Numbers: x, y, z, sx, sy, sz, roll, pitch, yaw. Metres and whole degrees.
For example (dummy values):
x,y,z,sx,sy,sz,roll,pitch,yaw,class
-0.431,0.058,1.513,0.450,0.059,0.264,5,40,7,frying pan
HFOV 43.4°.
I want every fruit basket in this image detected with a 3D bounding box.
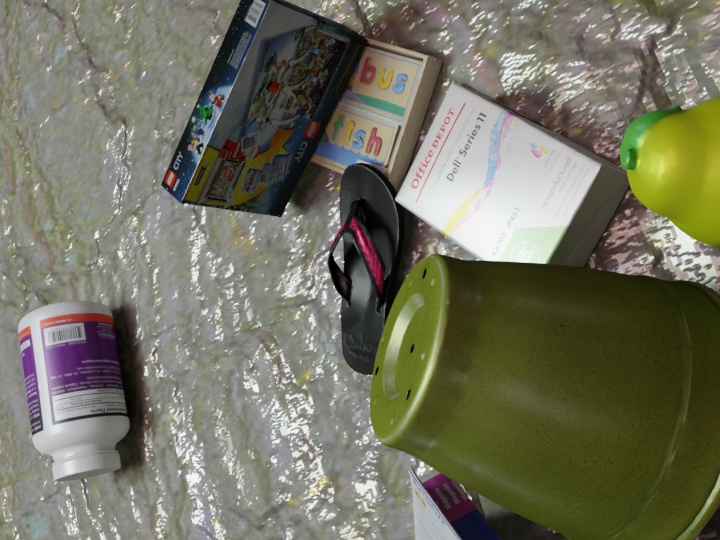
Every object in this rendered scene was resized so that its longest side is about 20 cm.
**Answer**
x,y,z,sx,sy,sz,roll,pitch,yaw,class
0.269,-0.051,0.572,0.215,0.155,0.217,0,90,24,fruit basket

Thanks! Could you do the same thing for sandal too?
x,y,z,sx,sy,sz,roll,pitch,yaw,class
0.000,0.000,0.846,0.075,0.045,0.201,5,96,45,sandal

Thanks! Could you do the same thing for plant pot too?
x,y,z,sx,sy,sz,roll,pitch,yaw,class
0.115,0.078,0.612,0.200,0.192,0.201,-164,90,-78,plant pot

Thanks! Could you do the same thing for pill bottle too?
x,y,z,sx,sy,sz,roll,pitch,yaw,class
-0.341,0.144,1.084,0.112,0.112,0.201,-23,72,36,pill bottle

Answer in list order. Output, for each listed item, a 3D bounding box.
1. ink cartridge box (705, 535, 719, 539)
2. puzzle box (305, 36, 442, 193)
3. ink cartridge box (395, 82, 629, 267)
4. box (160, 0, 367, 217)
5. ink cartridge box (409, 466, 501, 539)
x,y,z,sx,sy,sz,roll,pitch,yaw,class
0.209,0.259,0.567,0.084,0.200,0.145,-34,66,28,ink cartridge box
-0.019,-0.169,0.903,0.200,0.025,0.134,25,102,38,puzzle box
0.109,-0.078,0.763,0.200,0.067,0.118,37,110,35,ink cartridge box
-0.090,-0.150,0.854,0.038,0.136,0.201,39,110,32,box
0.109,0.249,0.675,0.043,0.200,0.197,-30,59,-15,ink cartridge box
